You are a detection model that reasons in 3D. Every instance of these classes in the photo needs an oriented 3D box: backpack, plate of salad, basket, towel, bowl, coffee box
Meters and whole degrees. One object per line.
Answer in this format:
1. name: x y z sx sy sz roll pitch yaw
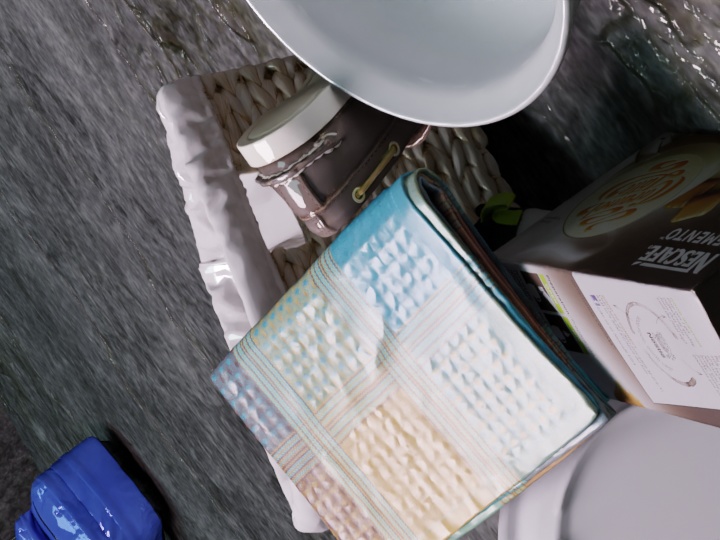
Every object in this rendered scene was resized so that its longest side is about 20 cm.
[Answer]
1. backpack: -0.316 0.302 3.111 0.163 0.168 0.200 45 159 10
2. plate of salad: 0.165 0.126 1.254 0.200 0.200 0.048 52 -173 12
3. basket: 0.000 0.000 1.444 0.200 0.161 0.198 80 169 -58
4. towel: 0.020 0.056 1.248 0.147 0.022 0.200 52 137 7
5. bowl: 0.029 -0.168 1.162 0.201 0.090 0.201 27 141 24
6. coffee box: 0.156 0.002 1.146 0.080 0.114 0.200 59 165 -15

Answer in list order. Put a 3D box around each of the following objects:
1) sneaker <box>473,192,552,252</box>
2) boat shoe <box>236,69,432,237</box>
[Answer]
1. sneaker: 0.071 0.034 1.318 0.083 0.072 0.200 20 135 9
2. boat shoe: 0.011 -0.084 1.290 0.072 0.200 0.060 -26 103 36
